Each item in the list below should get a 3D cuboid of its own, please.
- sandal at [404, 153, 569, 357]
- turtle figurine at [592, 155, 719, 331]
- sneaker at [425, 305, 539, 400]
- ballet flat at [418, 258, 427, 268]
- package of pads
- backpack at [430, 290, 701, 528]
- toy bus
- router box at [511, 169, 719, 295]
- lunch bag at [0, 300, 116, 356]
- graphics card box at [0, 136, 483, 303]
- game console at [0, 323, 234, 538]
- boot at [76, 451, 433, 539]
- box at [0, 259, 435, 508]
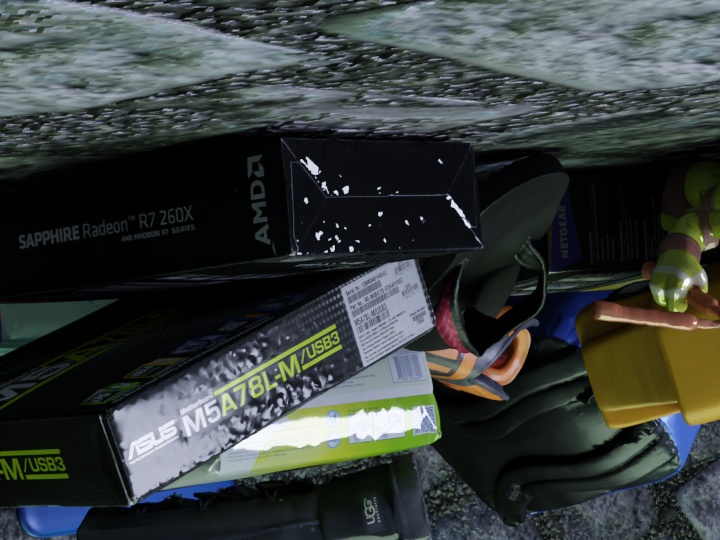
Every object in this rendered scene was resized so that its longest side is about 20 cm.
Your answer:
[{"bbox_3d":[0.062,0.008,1.014,0.075,0.045,0.200,-27,165,-18],"label":"sandal"},{"bbox_3d":[0.182,-0.029,0.928,0.199,0.065,0.161,-20,-172,-4],"label":"turtle figurine"},{"bbox_3d":[0.046,0.038,1.287,0.111,0.078,0.200,18,-169,-8],"label":"sneaker"},{"bbox_3d":[0.000,0.000,1.110,0.069,0.072,0.199,-3,176,-37],"label":"ballet flat"},{"bbox_3d":[-0.073,0.084,1.169,0.154,0.069,0.199,-5,173,-35],"label":"package of pads"},{"bbox_3d":[0.137,0.053,1.370,0.162,0.168,0.199,42,149,-20],"label":"backpack"},{"bbox_3d":[0.204,0.024,0.996,0.199,0.066,0.078,-17,-172,12],"label":"toy bus"},{"bbox_3d":[0.150,-0.020,1.136,0.156,0.053,0.200,-3,176,-11],"label":"router box"},{"bbox_3d":[-0.116,0.023,1.257,0.159,0.078,0.200,-8,174,30],"label":"lunch bag"},{"bbox_3d":[-0.062,-0.019,0.888,0.199,0.051,0.125,-7,177,41],"label":"graphics card box"},{"bbox_3d":[-0.200,0.094,1.490,0.199,0.119,0.170,0,-158,-47],"label":"game console"},{"bbox_3d":[-0.059,0.155,1.215,0.198,0.066,0.165,-12,167,1],"label":"boot"},{"bbox_3d":[-0.098,0.049,0.937,0.192,0.048,0.199,-4,-163,45],"label":"box"}]
